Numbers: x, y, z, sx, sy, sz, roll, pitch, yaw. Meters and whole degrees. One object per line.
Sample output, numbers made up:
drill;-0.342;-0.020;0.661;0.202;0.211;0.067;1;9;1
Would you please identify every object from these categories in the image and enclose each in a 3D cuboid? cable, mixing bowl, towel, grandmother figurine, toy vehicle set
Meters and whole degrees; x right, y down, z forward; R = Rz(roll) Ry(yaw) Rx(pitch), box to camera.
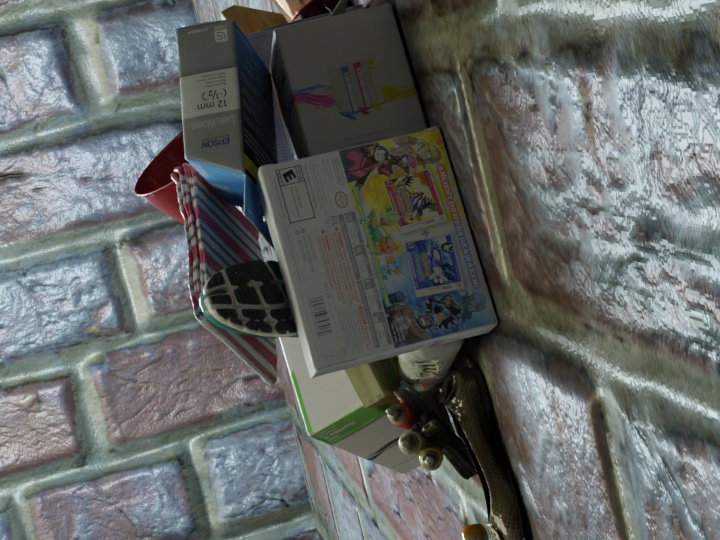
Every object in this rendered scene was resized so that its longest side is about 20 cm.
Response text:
cable;0.069;0.173;1.680;0.097;0.050;0.200;54;-179;21
mixing bowl;-0.148;-0.113;1.860;0.109;0.200;0.200;50;179;-19
towel;-0.134;0.004;1.623;0.146;0.030;0.201;47;-154;-50
grandmother figurine;-0.060;-0.289;1.842;0.201;0.060;0.121;55;128;23
toy vehicle set;0.023;0.079;1.735;0.125;0.026;0.200;63;-161;11

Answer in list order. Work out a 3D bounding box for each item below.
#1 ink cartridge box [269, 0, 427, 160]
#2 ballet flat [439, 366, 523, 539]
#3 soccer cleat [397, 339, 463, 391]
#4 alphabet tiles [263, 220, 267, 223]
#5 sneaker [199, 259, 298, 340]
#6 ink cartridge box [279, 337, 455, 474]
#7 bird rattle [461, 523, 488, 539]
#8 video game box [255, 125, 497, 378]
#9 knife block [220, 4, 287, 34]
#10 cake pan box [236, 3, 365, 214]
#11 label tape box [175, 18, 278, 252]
ink cartridge box;-0.014;-0.168;1.647;0.129;0.124;0.202;114;141;-75
ballet flat;0.121;0.195;1.624;0.067;0.046;0.202;122;134;-76
soccer cleat;0.067;0.084;1.630;0.200;0.069;0.078;-2;-77;-84
alphabet tiles;-0.038;-0.071;1.807;0.200;0.166;0.008;-178;71;-81
sneaker;-0.082;0.041;1.555;0.199;0.079;0.078;5;-121;-52
ink cartridge box;0.008;0.127;1.800;0.200;0.084;0.146;31;-147;-52
bird rattle;0.143;0.360;1.712;0.164;0.112;0.201;-97;-12;-49
video game box;0.014;-0.019;1.520;0.047;0.181;0.202;120;136;-73
knife block;-0.083;-0.207;1.887;0.064;0.198;0.177;92;-169;-60
cake pan box;-0.067;-0.169;1.742;0.052;0.198;0.186;168;85;-78
label tape box;-0.126;-0.124;1.597;0.143;0.066;0.202;52;-147;-70
